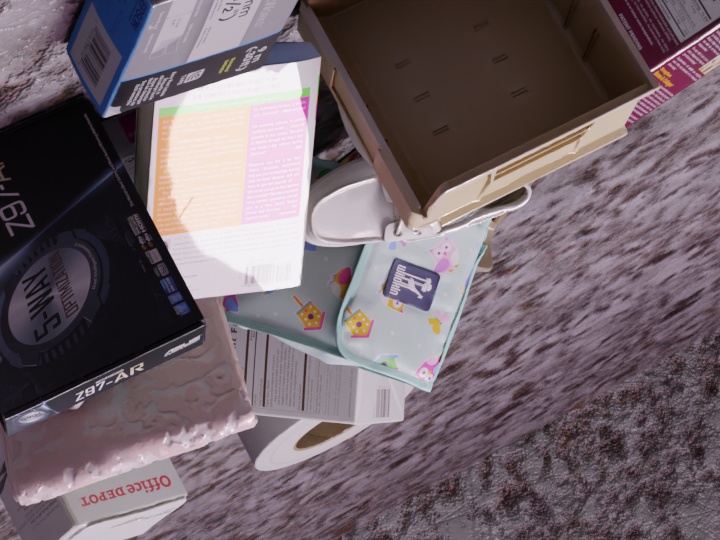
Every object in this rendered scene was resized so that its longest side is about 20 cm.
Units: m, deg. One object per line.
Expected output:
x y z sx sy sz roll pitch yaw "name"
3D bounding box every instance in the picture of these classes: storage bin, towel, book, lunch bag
0.082 -0.162 1.579 0.198 0.201 0.094 -26 166 -13 "storage bin"
-0.199 0.074 1.690 0.199 0.192 0.032 -19 149 1 "towel"
-0.101 -0.070 1.578 0.133 0.048 0.201 -6 125 -20 "book"
0.000 0.000 1.834 0.122 0.199 0.172 34 75 -73 "lunch bag"

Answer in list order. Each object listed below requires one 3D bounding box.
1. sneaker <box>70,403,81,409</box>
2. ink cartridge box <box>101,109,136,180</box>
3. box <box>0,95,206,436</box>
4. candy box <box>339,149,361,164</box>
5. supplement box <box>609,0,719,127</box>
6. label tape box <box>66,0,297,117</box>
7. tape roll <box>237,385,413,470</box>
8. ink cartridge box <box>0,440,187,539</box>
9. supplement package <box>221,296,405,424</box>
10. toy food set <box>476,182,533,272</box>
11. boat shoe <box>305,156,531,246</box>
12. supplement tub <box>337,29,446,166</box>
-0.260 0.000 1.634 0.074 0.201 0.119 -3 -134 51 "sneaker"
-0.203 -0.060 1.681 0.119 0.042 0.200 -25 161 -9 "ink cartridge box"
-0.224 -0.006 1.516 0.159 0.201 0.044 -24 164 -14 "box"
-0.010 -0.055 2.014 0.200 0.057 0.116 -38 161 23 "candy box"
0.266 -0.210 1.967 0.199 0.086 0.110 -34 163 15 "supplement box"
-0.088 -0.190 1.439 0.199 0.066 0.143 -19 161 -29 "label tape box"
-0.057 0.107 2.281 0.202 0.140 0.203 -27 163 -9 "tape roll"
-0.269 0.154 1.929 0.145 0.201 0.083 -10 155 -50 "ink cartridge box"
-0.066 0.081 2.047 0.199 0.121 0.121 4 180 24 "supplement package"
0.113 -0.079 1.914 0.143 0.061 0.200 10 135 -33 "toy food set"
0.046 -0.059 1.740 0.199 0.071 0.069 -15 -157 -15 "boat shoe"
0.093 -0.161 1.729 0.199 0.133 0.132 -19 161 -33 "supplement tub"
